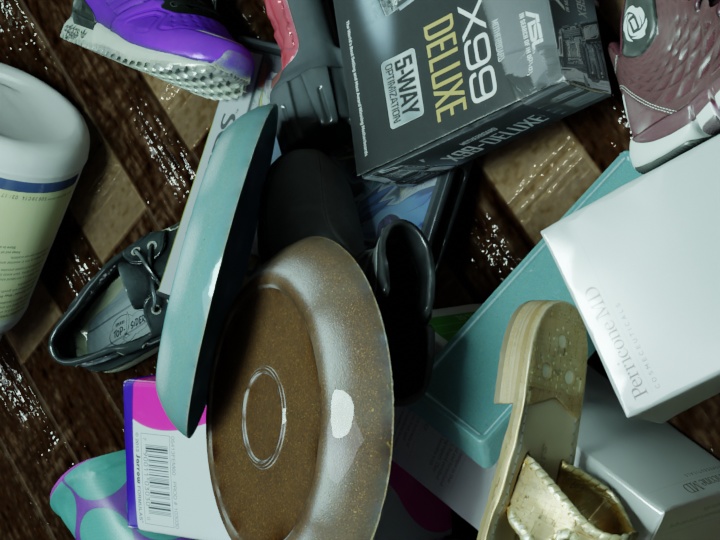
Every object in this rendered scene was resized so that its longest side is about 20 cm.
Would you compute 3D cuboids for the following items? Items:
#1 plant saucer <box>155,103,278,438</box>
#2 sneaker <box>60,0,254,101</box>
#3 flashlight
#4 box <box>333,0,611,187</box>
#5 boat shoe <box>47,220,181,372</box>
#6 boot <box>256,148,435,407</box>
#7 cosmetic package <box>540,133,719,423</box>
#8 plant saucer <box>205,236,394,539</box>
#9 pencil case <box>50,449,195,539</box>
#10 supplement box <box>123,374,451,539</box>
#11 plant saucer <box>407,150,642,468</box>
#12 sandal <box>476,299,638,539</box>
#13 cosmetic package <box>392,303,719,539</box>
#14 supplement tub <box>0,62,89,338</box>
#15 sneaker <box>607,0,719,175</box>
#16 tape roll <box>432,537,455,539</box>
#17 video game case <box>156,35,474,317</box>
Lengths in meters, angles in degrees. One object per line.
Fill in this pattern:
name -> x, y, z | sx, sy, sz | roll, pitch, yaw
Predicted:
plant saucer -> -0.086, -0.003, 1.111 | 0.027, 0.200, 0.202 | 15, 107, 1
sneaker -> -0.130, -0.180, 1.265 | 0.200, 0.069, 0.100 | 25, 93, 49
flashlight -> -0.052, -0.165, 1.198 | 0.068, 0.067, 0.201 | 126, 134, -59
box -> 0.056, -0.168, 1.115 | 0.157, 0.050, 0.202 | -22, 68, 40
boat shoe -> -0.147, 0.014, 1.316 | 0.199, 0.066, 0.075 | -29, 74, 36
boot -> 0.000, 0.000, 1.081 | 0.132, 0.069, 0.202 | -44, 49, 54
cosmetic package -> 0.206, -0.014, 0.968 | 0.199, 0.081, 0.113 | -30, 75, 14
plant saucer -> -0.042, 0.081, 1.045 | 0.200, 0.032, 0.202 | -16, 72, 61
pencil case -> -0.132, 0.217, 1.314 | 0.201, 0.085, 0.093 | 55, 163, 21
supplement box -> -0.048, 0.120, 1.222 | 0.199, 0.103, 0.102 | 2, 95, 41
plant saucer -> 0.110, 0.015, 1.053 | 0.070, 0.019, 0.200 | 36, 77, 31
sandal -> 0.108, 0.122, 0.972 | 0.069, 0.077, 0.214 | 0, 85, 43
cosmetic package -> 0.107, 0.107, 1.088 | 0.200, 0.107, 0.085 | 35, 114, 30
supplement tub -> -0.294, -0.039, 1.383 | 0.145, 0.144, 0.201 | 41, 118, 29
sneaker -> 0.203, -0.140, 1.004 | 0.199, 0.075, 0.116 | -32, 71, 38
tape roll -> -0.018, 0.209, 1.142 | 0.199, 0.199, 0.066 | 0, 95, 40
video game case -> -0.028, -0.044, 1.205 | 0.199, 0.025, 0.182 | 18, 89, 37
